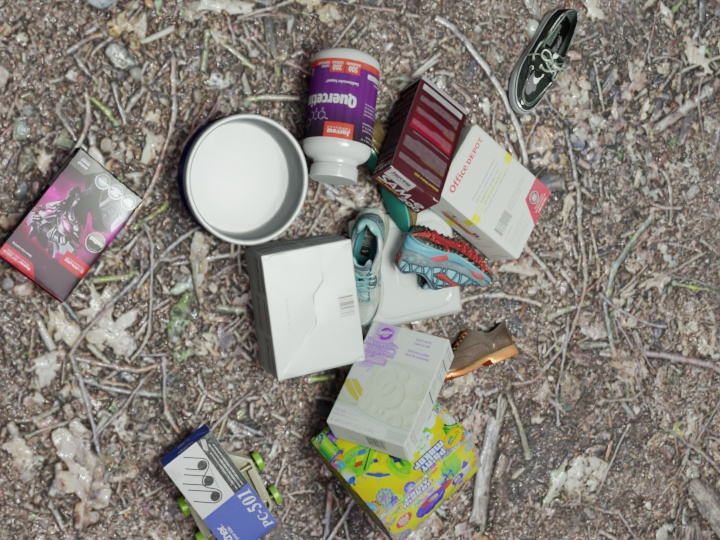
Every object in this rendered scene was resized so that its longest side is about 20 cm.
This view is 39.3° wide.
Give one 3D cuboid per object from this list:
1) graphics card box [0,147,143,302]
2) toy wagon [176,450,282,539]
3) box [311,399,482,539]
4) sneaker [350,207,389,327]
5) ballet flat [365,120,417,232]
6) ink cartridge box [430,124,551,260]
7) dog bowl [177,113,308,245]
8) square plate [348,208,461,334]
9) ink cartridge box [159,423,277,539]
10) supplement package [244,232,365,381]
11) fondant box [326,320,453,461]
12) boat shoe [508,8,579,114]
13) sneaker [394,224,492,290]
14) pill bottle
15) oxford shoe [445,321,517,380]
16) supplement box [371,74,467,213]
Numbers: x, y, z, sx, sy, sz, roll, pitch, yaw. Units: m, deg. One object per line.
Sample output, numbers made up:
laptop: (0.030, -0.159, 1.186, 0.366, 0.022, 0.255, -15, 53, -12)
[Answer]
graphics card box: (-0.435, -0.068, 1.510, 0.125, 0.051, 0.201, 41, 80, -22)
toy wagon: (-0.226, 0.360, 1.663, 0.154, 0.039, 0.202, -29, 106, -17)
box: (0.061, 0.304, 1.674, 0.199, 0.192, 0.123, -39, 143, -12)
sneaker: (0.000, 0.000, 1.664, 0.076, 0.086, 0.203, 6, 103, 9)
ballet flat: (0.056, -0.165, 1.693, 0.072, 0.068, 0.202, -35, 97, -28)
ink cartridge box: (0.213, -0.134, 1.742, 0.199, 0.083, 0.146, 38, 72, -22)
dog bowl: (-0.186, -0.145, 1.588, 0.197, 0.079, 0.204, -3, 99, -21)
square plate: (0.083, -0.003, 1.747, 0.197, 0.028, 0.201, -12, 102, -21)
ink cartridge box: (-0.226, 0.356, 1.616, 0.094, 0.044, 0.201, -37, 109, -12)
supplement package: (-0.091, 0.054, 1.637, 0.154, 0.111, 0.203, -11, 102, -20)
fondant box: (0.050, 0.193, 1.645, 0.202, 0.142, 0.059, -63, 152, -28)
boat shoe: (0.329, -0.369, 1.776, 0.073, 0.068, 0.201, 32, 85, -23)
sneaker: (0.138, -0.008, 1.727, 0.198, 0.080, 0.096, 23, 118, -32)
pill bottle: (-0.032, -0.243, 1.604, 0.111, 0.112, 0.203, 9, 83, -23)
oxford shoe: (0.183, 0.148, 1.797, 0.198, 0.071, 0.074, -18, 84, -24)
supplement box: (0.099, -0.209, 1.663, 0.108, 0.061, 0.202, 35, 56, -23)
